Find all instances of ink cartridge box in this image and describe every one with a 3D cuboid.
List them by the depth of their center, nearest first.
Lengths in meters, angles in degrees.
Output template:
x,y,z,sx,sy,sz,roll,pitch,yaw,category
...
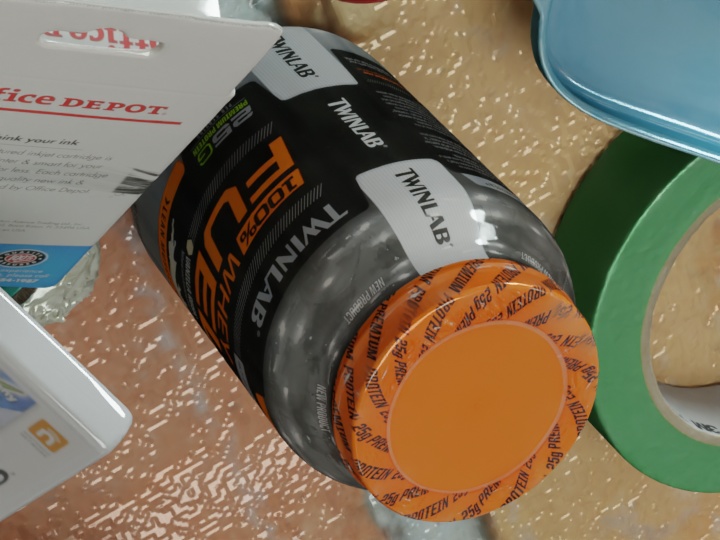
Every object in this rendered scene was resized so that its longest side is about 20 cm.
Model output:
x,y,z,sx,sy,sz,roll,pitch,yaw,category
-0.120,-0.065,0.826,0.116,0.067,0.200,4,154,-30,ink cartridge box

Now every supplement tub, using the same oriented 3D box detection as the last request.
x,y,z,sx,sy,sz,roll,pitch,yaw,category
0.000,0.000,0.933,0.122,0.200,0.123,-13,122,-21,supplement tub

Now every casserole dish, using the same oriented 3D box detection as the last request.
x,y,z,sx,sy,sz,roll,pitch,yaw,category
0.151,-0.103,1.021,0.200,0.039,0.121,16,89,-20,casserole dish

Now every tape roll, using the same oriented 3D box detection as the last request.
x,y,z,sx,sy,sz,roll,pitch,yaw,category
0.179,0.004,1.127,0.200,0.048,0.201,-12,122,-20,tape roll

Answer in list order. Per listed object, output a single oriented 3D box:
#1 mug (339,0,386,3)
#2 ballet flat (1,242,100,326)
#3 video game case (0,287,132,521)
x,y,z,sx,sy,sz,roll,pitch,yaw,category
-0.054,-0.178,0.861,0.177,0.134,0.200,-32,136,22,mug
-0.180,0.039,0.953,0.200,0.072,0.072,-32,128,-5,ballet flat
-0.194,0.016,0.833,0.200,0.182,0.022,45,49,-11,video game case
